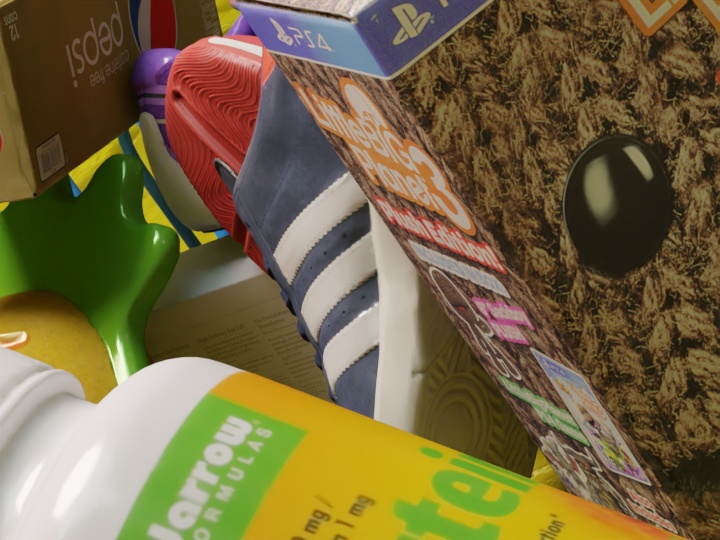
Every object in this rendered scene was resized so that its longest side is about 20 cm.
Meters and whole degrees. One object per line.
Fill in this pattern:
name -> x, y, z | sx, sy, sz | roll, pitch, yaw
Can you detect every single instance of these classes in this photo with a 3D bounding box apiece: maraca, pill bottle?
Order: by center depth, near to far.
pill bottle -> -0.016, 0.086, 0.597 | 0.199, 0.111, 0.111 | 20, 43, 13
maraca -> -0.111, 0.058, 0.906 | 0.137, 0.107, 0.201 | 5, 82, 44

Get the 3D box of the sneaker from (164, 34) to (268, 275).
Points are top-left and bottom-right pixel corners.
sneaker -> 0.041, -0.031, 0.885 | 0.116, 0.200, 0.078 | -41, -22, -47

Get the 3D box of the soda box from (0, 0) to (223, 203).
soda box -> -0.112, -0.078, 0.940 | 0.068, 0.064, 0.200 | -7, 15, 17

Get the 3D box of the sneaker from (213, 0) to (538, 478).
sneaker -> 0.000, 0.000, 0.804 | 0.084, 0.201, 0.075 | 4, 10, 36

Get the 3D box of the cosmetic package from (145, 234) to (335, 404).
cosmetic package -> -0.064, 0.040, 0.976 | 0.200, 0.083, 0.051 | -18, 26, 38

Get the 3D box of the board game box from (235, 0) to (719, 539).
board game box -> 0.093, -0.039, 0.724 | 0.159, 0.200, 0.097 | -39, 20, -11

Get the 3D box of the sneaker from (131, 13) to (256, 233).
sneaker -> 0.009, -0.087, 0.953 | 0.200, 0.084, 0.081 | -28, 12, -27

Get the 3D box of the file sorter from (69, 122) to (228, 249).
file sorter -> -0.128, 0.002, 1.107 | 0.200, 0.123, 0.139 | -27, 22, 21
